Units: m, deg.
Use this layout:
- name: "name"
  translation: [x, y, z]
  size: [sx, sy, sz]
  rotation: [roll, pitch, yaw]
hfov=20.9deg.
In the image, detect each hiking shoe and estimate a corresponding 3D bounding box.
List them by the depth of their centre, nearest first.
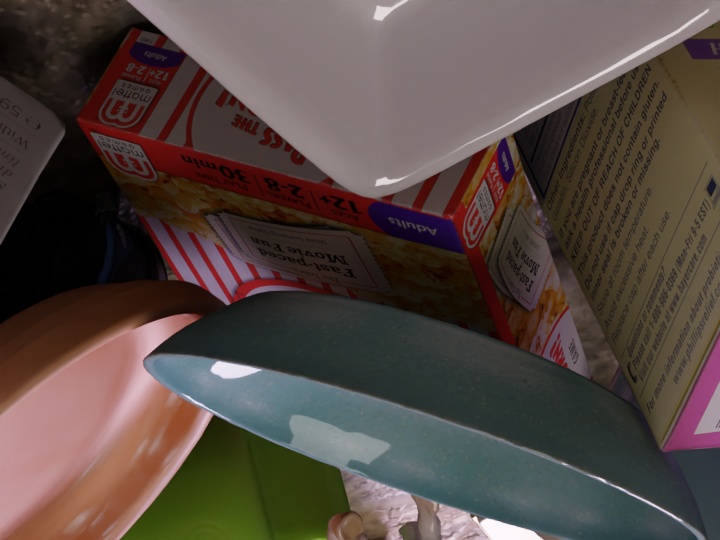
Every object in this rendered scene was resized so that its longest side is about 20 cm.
- name: "hiking shoe"
  translation: [-0.174, 0.025, 0.743]
  size: [0.200, 0.074, 0.087]
  rotation: [-30, 155, 0]

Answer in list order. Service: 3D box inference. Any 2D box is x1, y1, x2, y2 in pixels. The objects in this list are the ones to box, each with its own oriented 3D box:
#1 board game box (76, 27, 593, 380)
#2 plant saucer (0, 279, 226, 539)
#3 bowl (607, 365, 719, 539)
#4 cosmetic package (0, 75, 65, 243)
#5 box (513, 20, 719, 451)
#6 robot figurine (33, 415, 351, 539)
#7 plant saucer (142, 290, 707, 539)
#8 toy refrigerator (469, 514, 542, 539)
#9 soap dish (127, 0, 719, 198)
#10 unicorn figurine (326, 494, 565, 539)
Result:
- name: "board game box"
  translation: [0.000, 0.000, 0.737]
  size: [0.151, 0.046, 0.200]
  rotation: [16, 154, 27]
- name: "plant saucer"
  translation: [-0.127, 0.075, 0.703]
  size: [0.200, 0.037, 0.200]
  rotation: [-43, 164, -16]
- name: "bowl"
  translation: [0.166, 0.059, 0.786]
  size: [0.201, 0.105, 0.201]
  rotation: [-44, 156, -26]
- name: "cosmetic package"
  translation: [-0.174, 0.005, 0.594]
  size: [0.102, 0.200, 0.074]
  rotation: [31, 128, -12]
- name: "box"
  translation: [0.157, -0.047, 0.671]
  size: [0.176, 0.200, 0.097]
  rotation: [-2, 135, -20]
- name: "robot figurine"
  translation: [-0.103, 0.126, 0.873]
  size: [0.200, 0.116, 0.176]
  rotation: [-16, 150, -1]
- name: "plant saucer"
  translation: [0.026, 0.049, 0.666]
  size: [0.200, 0.036, 0.200]
  rotation: [18, 168, 4]
- name: "toy refrigerator"
  translation: [0.106, 0.124, 0.992]
  size: [0.070, 0.076, 0.200]
  rotation: [-24, 144, 9]
- name: "soap dish"
  translation: [0.004, -0.118, 0.544]
  size: [0.157, 0.081, 0.200]
  rotation: [-27, 140, 22]
- name: "unicorn figurine"
  translation: [0.046, 0.134, 0.824]
  size: [0.074, 0.200, 0.137]
  rotation: [-41, 133, -16]
